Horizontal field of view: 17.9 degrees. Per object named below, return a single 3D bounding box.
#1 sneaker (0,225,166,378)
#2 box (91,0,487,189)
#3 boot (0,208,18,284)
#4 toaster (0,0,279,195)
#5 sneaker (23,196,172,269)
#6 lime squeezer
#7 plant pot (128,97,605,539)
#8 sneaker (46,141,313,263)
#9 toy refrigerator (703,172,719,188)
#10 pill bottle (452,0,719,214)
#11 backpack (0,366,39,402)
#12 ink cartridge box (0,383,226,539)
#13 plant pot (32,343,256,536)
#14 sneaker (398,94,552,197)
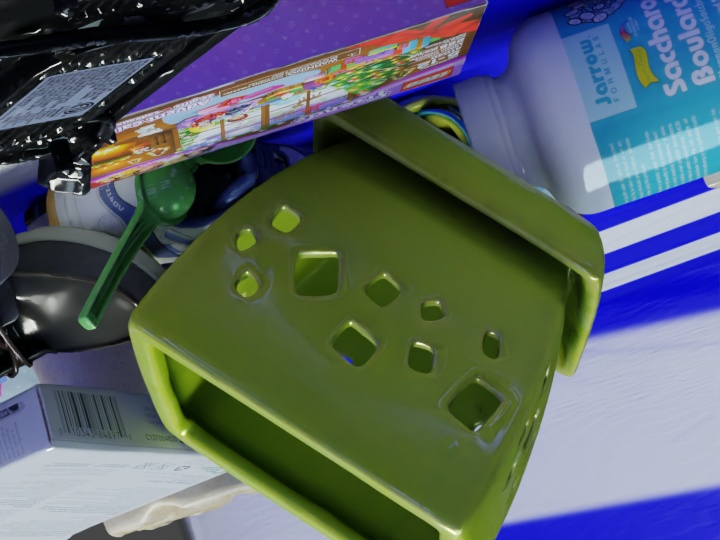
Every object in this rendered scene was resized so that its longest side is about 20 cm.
[{"bbox_3d":[-0.193,0.041,1.183,0.199,0.107,0.075,-3,136,26],"label":"sneaker"},{"bbox_3d":[-0.047,-0.091,1.033,0.199,0.039,0.137,-18,174,-5],"label":"box"},{"bbox_3d":[-0.287,0.017,1.145,0.164,0.066,0.200,-3,162,-38],"label":"boot"},{"bbox_3d":[-0.120,-0.086,0.553,0.180,0.119,0.200,-12,171,-35],"label":"toaster"},{"bbox_3d":[-0.099,-0.003,1.320,0.199,0.078,0.076,-2,164,-31],"label":"sneaker"},{"bbox_3d":[-0.076,-0.048,1.127,0.200,0.071,0.038,-45,135,-13],"label":"lime squeezer"},{"bbox_3d":[0.016,0.036,1.179,0.182,0.198,0.200,-56,169,-17],"label":"plant pot"},{"bbox_3d":[-0.071,-0.039,1.240,0.088,0.076,0.199,-25,171,42],"label":"sneaker"},{"bbox_3d":[0.300,-0.106,1.674,0.070,0.076,0.200,-21,172,24],"label":"toy refrigerator"},{"bbox_3d":[0.153,-0.097,1.207,0.199,0.111,0.111,-19,173,4],"label":"pill bottle"},{"bbox_3d":[-0.205,0.089,1.688,0.199,0.127,0.167,-15,161,-13],"label":"backpack"},{"bbox_3d":[-0.191,0.121,1.302,0.199,0.041,0.199,-26,162,26],"label":"ink cartridge box"},{"bbox_3d":[-0.125,0.064,1.457,0.199,0.185,0.200,-18,173,-2],"label":"plant pot"},{"bbox_3d":[0.072,-0.067,1.377,0.199,0.080,0.130,-16,174,-27],"label":"sneaker"}]
